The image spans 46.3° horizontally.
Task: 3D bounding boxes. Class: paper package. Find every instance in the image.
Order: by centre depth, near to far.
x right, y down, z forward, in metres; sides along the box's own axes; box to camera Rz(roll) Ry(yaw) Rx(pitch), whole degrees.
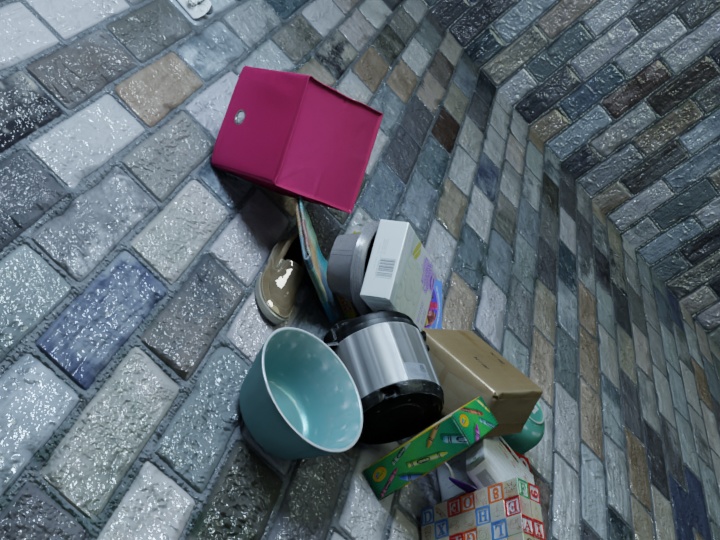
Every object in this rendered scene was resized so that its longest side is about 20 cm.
[{"bbox_3d":[0.199,0.202,1.517,0.200,0.104,0.190,39,19,35],"label":"paper package"}]

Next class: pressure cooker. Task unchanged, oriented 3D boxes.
[{"bbox_3d":[0.036,0.163,1.395,0.176,0.177,0.201,54,13,-54],"label":"pressure cooker"}]

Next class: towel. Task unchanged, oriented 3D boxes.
[{"bbox_3d":[-0.078,-0.016,1.491,0.201,0.021,0.148,72,4,-52],"label":"towel"}]

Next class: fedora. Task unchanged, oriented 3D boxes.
[{"bbox_3d":[0.000,0.000,1.498,0.200,0.089,0.179,35,64,-63],"label":"fedora"}]

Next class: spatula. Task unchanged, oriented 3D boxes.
[{"bbox_3d":[0.145,0.336,1.432,0.056,0.021,0.200,43,-5,-33],"label":"spatula"}]

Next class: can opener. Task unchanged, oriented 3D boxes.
[{"bbox_3d":[-0.395,-0.615,1.782,0.200,0.053,0.066,48,-6,-13],"label":"can opener"}]

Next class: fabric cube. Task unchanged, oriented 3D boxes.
[{"bbox_3d":[-0.116,-0.236,1.524,0.199,0.198,0.198,18,2,-45],"label":"fabric cube"}]

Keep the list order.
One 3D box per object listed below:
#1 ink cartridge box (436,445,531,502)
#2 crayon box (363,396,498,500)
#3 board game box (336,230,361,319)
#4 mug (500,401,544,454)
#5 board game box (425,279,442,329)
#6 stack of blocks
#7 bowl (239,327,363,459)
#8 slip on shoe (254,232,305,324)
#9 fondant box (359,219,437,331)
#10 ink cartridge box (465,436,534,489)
[{"bbox_3d":[0.234,0.402,1.532,0.199,0.084,0.177,32,35,-34],"label":"ink cartridge box"},{"bbox_3d":[0.113,0.286,1.358,0.059,0.200,0.118,58,29,11],"label":"crayon box"},{"bbox_3d":[-0.010,0.003,1.639,0.200,0.030,0.096,-69,142,-60],"label":"board game box"},{"bbox_3d":[0.292,0.291,1.707,0.184,0.114,0.153,32,35,-34],"label":"mug"},{"bbox_3d":[0.102,0.102,1.631,0.134,0.044,0.202,25,61,-45],"label":"board game box"},{"bbox_3d":[0.189,0.414,1.324,0.058,0.199,0.116,30,45,-35],"label":"stack of blocks"},{"bbox_3d":[-0.101,0.196,1.243,0.200,0.105,0.202,36,34,-28],"label":"bowl"},{"bbox_3d":[-0.129,0.009,1.456,0.076,0.060,0.201,41,30,-20],"label":"slip on shoe"},{"bbox_3d":[0.072,0.021,1.483,0.200,0.058,0.146,53,49,-59],"label":"fondant box"},{"bbox_3d":[0.249,0.361,1.485,0.161,0.050,0.200,51,12,-6],"label":"ink cartridge box"}]
